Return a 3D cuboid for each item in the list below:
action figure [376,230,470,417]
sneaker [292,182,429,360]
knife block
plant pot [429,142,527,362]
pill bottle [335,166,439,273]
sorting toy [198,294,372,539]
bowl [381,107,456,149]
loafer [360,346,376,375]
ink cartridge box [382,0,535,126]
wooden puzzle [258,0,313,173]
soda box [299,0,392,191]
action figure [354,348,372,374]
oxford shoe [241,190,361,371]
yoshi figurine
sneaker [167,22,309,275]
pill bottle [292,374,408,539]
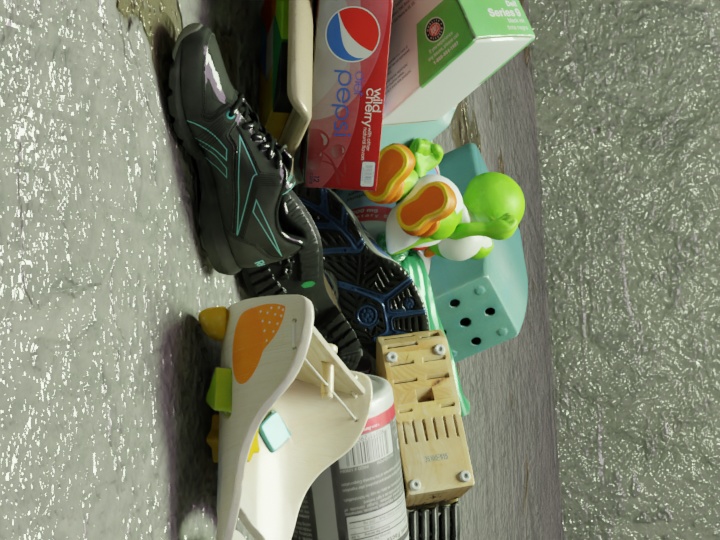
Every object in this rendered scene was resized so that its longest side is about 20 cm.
[{"bbox_3d":[0.049,0.057,1.534,0.118,0.054,0.202,-32,114,-56],"label":"action figure"},{"bbox_3d":[0.000,0.000,1.467,0.201,0.075,0.077,58,4,-8],"label":"sneaker"},{"bbox_3d":[0.048,0.175,1.478,0.176,0.063,0.202,121,-40,-68],"label":"knife block"},{"bbox_3d":[0.098,-0.005,1.708,0.142,0.140,0.201,59,14,-34],"label":"plant pot"},{"bbox_3d":[0.026,-0.070,1.634,0.201,0.108,0.109,-82,162,-44],"label":"pill bottle"},{"bbox_3d":[-0.073,0.133,1.210,0.200,0.106,0.182,57,39,-65],"label":"sorting toy"},{"bbox_3d":[0.026,-0.194,1.522,0.201,0.104,0.203,-20,90,-77],"label":"bowl"},{"bbox_3d":[0.027,0.114,1.604,0.072,0.063,0.202,-37,114,-37],"label":"loafer"},{"bbox_3d":[0.043,-0.248,1.369,0.084,0.146,0.202,-10,72,-41],"label":"ink cartridge box"},{"bbox_3d":[-0.064,-0.183,1.349,0.200,0.037,0.187,113,-21,-71],"label":"wooden puzzle"},{"bbox_3d":[-0.011,-0.172,1.316,0.070,0.063,0.202,-106,-159,-70],"label":"soda box"},{"bbox_3d":[-0.012,0.151,1.518,0.131,0.069,0.202,-86,170,-57],"label":"action figure"},{"bbox_3d":[-0.066,-0.001,1.354,0.085,0.072,0.201,-125,-166,-58],"label":"oxford shoe"},{"bbox_3d":[0.090,-0.066,1.475,0.200,0.111,0.114,23,67,-62],"label":"yoshi figurine"},{"bbox_3d":[-0.092,-0.094,1.210,0.076,0.078,0.202,-71,152,-59],"label":"sneaker"},{"bbox_3d":[-0.016,0.199,1.379,0.111,0.109,0.202,-45,130,-72],"label":"pill bottle"}]
